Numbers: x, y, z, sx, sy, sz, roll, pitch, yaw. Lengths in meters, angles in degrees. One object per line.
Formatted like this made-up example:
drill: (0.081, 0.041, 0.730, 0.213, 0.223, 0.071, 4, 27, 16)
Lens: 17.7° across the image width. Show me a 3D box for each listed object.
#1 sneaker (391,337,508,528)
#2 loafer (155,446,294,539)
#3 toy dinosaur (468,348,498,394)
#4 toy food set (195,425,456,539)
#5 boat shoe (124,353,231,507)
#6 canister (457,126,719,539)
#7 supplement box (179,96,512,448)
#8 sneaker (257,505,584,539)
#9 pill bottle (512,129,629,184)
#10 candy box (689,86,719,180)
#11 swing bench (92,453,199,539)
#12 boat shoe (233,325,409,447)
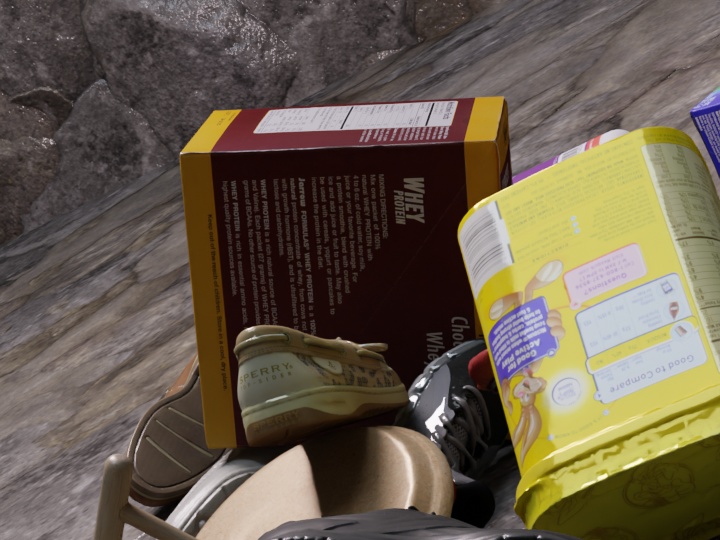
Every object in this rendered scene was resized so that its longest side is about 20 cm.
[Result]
sneaker: (0.057, 0.116, 1.350, 0.200, 0.075, 0.115, -46, 22, -25)
loafer: (-0.069, 0.148, 1.499, 0.070, 0.070, 0.200, -12, 10, 40)
toy dinosaur: (0.155, 0.028, 1.279, 0.181, 0.200, 0.105, 8, 5, -2)
toy food set: (-0.030, 0.166, 1.248, 0.200, 0.049, 0.198, -21, 33, 33)
boat shoe: (-0.132, 0.126, 1.784, 0.068, 0.072, 0.200, -54, -1, 39)
canister: (0.136, 0.037, 1.173, 0.148, 0.087, 0.200, -24, 49, 14)
supplement box: (0.000, 0.000, 1.495, 0.200, 0.198, 0.133, -3, 15, 7)
sneaker: (0.041, 0.141, 1.070, 0.200, 0.076, 0.091, 8, 12, 1)
pill bottle: (0.123, -0.012, 1.621, 0.200, 0.113, 0.112, -25, 12, 20)
candy box: (0.370, -0.142, 1.688, 0.200, 0.077, 0.169, -14, 18, 49)
swing bench: (-0.130, 0.228, 1.090, 0.200, 0.130, 0.199, -61, 1, 21)
boat shoe: (-0.022, 0.059, 1.307, 0.073, 0.063, 0.200, -19, -5, 10)
